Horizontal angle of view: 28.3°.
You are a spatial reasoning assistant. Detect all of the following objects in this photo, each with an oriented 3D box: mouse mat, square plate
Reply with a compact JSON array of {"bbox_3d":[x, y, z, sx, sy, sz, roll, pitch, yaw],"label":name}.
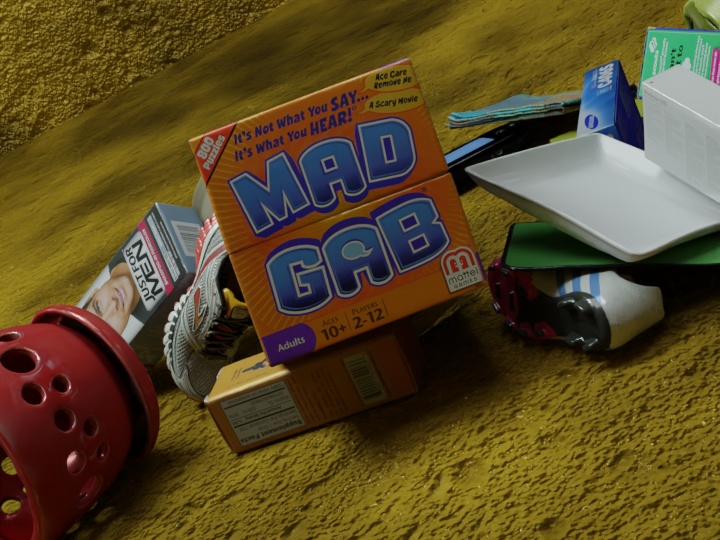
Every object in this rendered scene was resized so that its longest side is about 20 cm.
[{"bbox_3d":[0.226,-0.025,1.264,0.197,0.008,0.161,0,16,10],"label":"mouse mat"},{"bbox_3d":[0.226,-0.064,1.272,0.197,0.029,0.199,-16,35,-41],"label":"square plate"}]

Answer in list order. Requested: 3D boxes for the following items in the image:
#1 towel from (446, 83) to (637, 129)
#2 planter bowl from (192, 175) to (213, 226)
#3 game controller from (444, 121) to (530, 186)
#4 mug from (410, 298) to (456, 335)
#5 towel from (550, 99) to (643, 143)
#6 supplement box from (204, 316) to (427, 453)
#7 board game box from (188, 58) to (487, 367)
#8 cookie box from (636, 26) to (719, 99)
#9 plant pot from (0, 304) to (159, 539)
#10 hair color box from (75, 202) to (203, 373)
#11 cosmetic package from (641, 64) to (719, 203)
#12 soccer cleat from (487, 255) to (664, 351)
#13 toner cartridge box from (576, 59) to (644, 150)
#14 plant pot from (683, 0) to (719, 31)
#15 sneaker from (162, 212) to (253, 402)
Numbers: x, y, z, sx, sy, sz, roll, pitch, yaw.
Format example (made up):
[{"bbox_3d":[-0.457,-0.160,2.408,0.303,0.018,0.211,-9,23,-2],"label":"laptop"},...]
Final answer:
[{"bbox_3d":[0.222,-0.204,1.756,0.146,0.022,0.199,-19,11,-38],"label":"towel"},{"bbox_3d":[-0.100,-0.073,1.577,0.201,0.134,0.201,-50,-15,-19],"label":"planter bowl"},{"bbox_3d":[0.110,-0.128,1.728,0.198,0.043,0.104,-27,20,-8],"label":"game controller"},{"bbox_3d":[-0.007,-0.007,1.444,0.153,0.150,0.186,-42,18,-19],"label":"mug"},{"bbox_3d":[0.314,-0.177,1.641,0.198,0.018,0.086,-24,14,9],"label":"towel"},{"bbox_3d":[-0.042,0.101,1.324,0.198,0.069,0.067,-18,20,18],"label":"supplement box"},{"bbox_3d":[-0.025,-0.052,1.272,0.198,0.202,0.200,-20,4,-4],"label":"board game box"},{"bbox_3d":[0.386,-0.177,1.341,0.169,0.076,0.200,6,7,-25],"label":"cookie box"},{"bbox_3d":[-0.307,0.141,1.362,0.199,0.202,0.182,-5,26,45],"label":"plant pot"},{"bbox_3d":[-0.236,0.032,1.554,0.060,0.100,0.200,7,-46,-45],"label":"hair color box"},{"bbox_3d":[0.328,-0.102,1.240,0.050,0.083,0.200,-27,40,-18],"label":"cosmetic package"},{"bbox_3d":[0.186,0.025,1.244,0.085,0.071,0.200,-18,19,-21],"label":"soccer cleat"},{"bbox_3d":[0.266,-0.141,1.494,0.043,0.096,0.200,-19,20,20],"label":"toner cartridge box"},{"bbox_3d":[0.453,-0.288,1.519,0.184,0.201,0.200,-38,20,0],"label":"plant pot"},{"bbox_3d":[-0.144,0.041,1.448,0.077,0.203,0.082,5,18,-32],"label":"sneaker"}]
